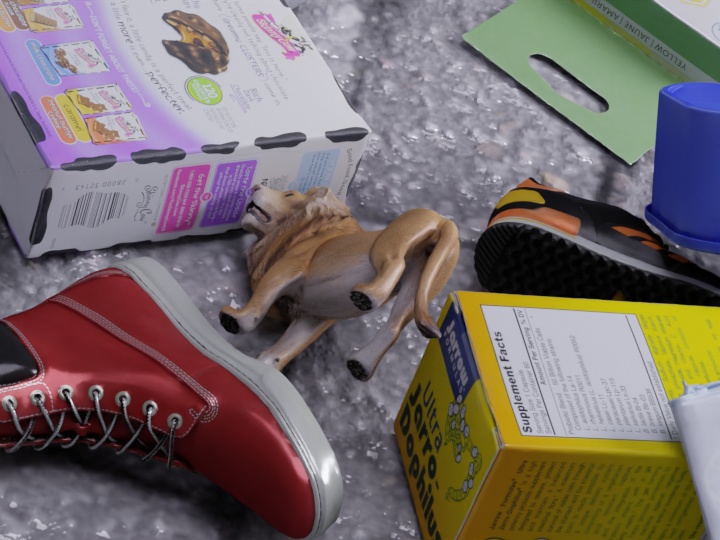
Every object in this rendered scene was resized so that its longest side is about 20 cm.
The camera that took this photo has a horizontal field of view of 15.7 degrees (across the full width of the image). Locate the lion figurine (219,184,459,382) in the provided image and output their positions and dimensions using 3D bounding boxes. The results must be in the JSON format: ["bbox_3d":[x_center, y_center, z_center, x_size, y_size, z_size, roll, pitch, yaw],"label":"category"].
[{"bbox_3d":[0.000,0.000,1.369,0.199,0.073,0.123,1,38,46],"label":"lion figurine"}]

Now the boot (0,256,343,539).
[{"bbox_3d":[-0.114,0.081,1.291,0.144,0.073,0.200,-21,48,-37],"label":"boot"}]

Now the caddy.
[{"bbox_3d":[0.236,-0.046,1.463,0.140,0.106,0.200,-2,10,-4],"label":"caddy"}]

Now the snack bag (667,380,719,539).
[{"bbox_3d":[0.260,0.130,1.304,0.188,0.021,0.201,-15,91,-20],"label":"snack bag"}]

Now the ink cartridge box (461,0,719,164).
[{"bbox_3d":[0.179,-0.162,1.685,0.145,0.048,0.200,38,42,17],"label":"ink cartridge box"}]

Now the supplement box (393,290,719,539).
[{"bbox_3d":[0.133,0.090,1.352,0.199,0.110,0.109,4,44,-20],"label":"supplement box"}]

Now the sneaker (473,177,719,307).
[{"bbox_3d":[0.166,0.003,1.488,0.199,0.070,0.090,24,37,1],"label":"sneaker"}]

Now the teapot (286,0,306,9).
[{"bbox_3d":[-0.085,-0.260,1.602,0.196,0.146,0.201,3,45,-20],"label":"teapot"}]

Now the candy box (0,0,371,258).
[{"bbox_3d":[-0.121,-0.098,1.473,0.199,0.072,0.168,-8,48,-29],"label":"candy box"}]
